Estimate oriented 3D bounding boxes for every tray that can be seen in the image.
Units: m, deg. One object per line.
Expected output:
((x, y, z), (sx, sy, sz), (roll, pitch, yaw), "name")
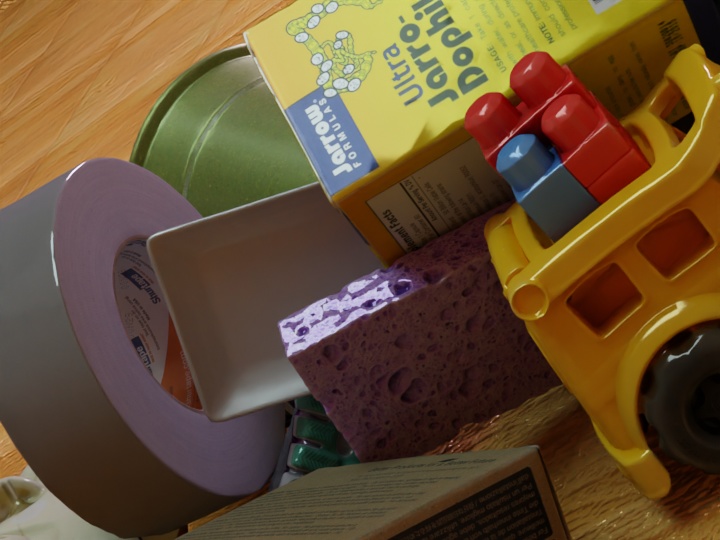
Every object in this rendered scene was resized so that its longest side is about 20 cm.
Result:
((0.000, 0.000, 1.260), (0.200, 0.108, 0.022), (-17, 15, 3), "tray")

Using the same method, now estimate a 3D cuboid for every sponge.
((0.070, 0.020, 1.202), (0.200, 0.112, 0.030), (-27, 45, 5), "sponge")

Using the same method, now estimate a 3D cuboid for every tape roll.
((-0.125, 0.042, 1.330), (0.066, 0.200, 0.200), (-26, 23, 24), "tape roll")

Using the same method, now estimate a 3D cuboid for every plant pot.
((-0.013, -0.034, 1.500), (0.200, 0.200, 0.190), (-49, 31, -18), "plant pot")

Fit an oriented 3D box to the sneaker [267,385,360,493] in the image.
((-0.014, 0.075, 1.326), (0.200, 0.074, 0.088), (-68, 14, -12), "sneaker")

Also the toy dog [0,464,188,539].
((-0.167, 0.162, 1.414), (0.194, 0.140, 0.200), (-34, 18, 20), "toy dog")

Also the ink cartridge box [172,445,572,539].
((-0.021, 0.149, 1.136), (0.165, 0.075, 0.200), (-23, 5, -31), "ink cartridge box")

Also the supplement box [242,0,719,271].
((0.065, -0.102, 1.173), (0.200, 0.109, 0.110), (-31, 63, 4), "supplement box")

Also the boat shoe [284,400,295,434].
((-0.053, 0.078, 1.435), (0.200, 0.075, 0.093), (7, 55, 50), "boat shoe")

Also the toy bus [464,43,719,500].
((0.147, -0.031, 1.096), (0.200, 0.192, 0.136), (-38, 17, 9), "toy bus")

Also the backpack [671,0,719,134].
((0.122, -0.069, 1.323), (0.190, 0.154, 0.200), (-42, 17, 37), "backpack")
